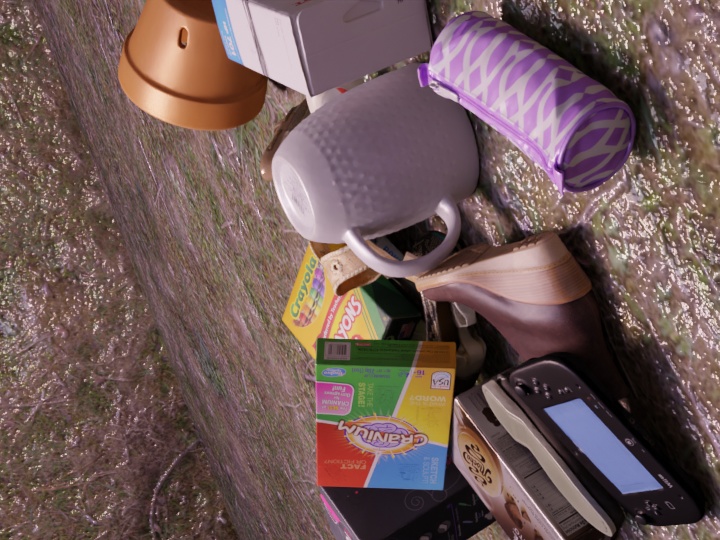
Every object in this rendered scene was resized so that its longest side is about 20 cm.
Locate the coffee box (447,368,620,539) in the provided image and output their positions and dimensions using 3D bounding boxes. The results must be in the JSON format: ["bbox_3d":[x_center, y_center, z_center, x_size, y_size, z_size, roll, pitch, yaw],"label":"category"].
[{"bbox_3d":[0.181,0.222,1.181,0.201,0.079,0.114,52,155,33],"label":"coffee box"}]

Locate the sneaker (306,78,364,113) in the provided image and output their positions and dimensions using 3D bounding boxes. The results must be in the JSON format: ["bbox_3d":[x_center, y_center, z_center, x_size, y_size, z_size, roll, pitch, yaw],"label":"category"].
[{"bbox_3d":[-0.003,-0.133,1.214,0.201,0.069,0.094,73,173,-51],"label":"sneaker"}]

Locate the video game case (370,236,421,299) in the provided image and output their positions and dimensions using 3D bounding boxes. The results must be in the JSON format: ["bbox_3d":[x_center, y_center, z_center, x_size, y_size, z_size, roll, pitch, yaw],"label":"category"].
[{"bbox_3d":[-0.011,-0.053,1.321,0.182,0.022,0.200,44,177,-38],"label":"video game case"}]

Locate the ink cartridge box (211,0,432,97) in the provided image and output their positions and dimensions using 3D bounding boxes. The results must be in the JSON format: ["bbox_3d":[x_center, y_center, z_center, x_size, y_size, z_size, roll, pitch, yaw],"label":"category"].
[{"bbox_3d":[-0.042,-0.253,1.103,0.200,0.145,0.087,36,145,53],"label":"ink cartridge box"}]

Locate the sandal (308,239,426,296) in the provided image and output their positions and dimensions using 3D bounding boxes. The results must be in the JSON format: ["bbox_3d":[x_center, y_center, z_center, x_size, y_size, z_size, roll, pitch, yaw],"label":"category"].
[{"bbox_3d":[-0.002,-0.001,1.172,0.209,0.070,0.078,25,175,22],"label":"sandal"}]

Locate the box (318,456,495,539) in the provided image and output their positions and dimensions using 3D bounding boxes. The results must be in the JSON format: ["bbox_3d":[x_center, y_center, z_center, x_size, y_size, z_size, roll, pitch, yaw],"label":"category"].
[{"bbox_3d":[0.066,0.278,1.360,0.122,0.198,0.107,45,156,43],"label":"box"}]

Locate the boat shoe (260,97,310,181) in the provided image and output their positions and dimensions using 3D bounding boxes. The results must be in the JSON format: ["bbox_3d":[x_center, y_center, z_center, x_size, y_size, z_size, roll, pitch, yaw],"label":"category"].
[{"bbox_3d":[-0.071,-0.158,1.282,0.201,0.063,0.072,-72,-28,-63],"label":"boat shoe"}]

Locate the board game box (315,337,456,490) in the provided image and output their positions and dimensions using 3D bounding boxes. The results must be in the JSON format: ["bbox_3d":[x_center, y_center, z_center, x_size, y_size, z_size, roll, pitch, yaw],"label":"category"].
[{"bbox_3d":[0.025,0.162,1.231,0.041,0.150,0.202,-88,-1,-50],"label":"board game box"}]

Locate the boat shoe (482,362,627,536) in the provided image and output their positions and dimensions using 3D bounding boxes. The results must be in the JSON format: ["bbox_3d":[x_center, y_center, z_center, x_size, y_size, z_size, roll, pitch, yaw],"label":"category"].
[{"bbox_3d":[0.200,0.170,1.099,0.202,0.060,0.072,50,167,36],"label":"boat shoe"}]

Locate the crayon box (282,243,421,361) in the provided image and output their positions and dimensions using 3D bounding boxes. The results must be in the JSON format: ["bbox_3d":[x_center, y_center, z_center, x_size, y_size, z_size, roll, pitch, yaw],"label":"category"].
[{"bbox_3d":[-0.023,0.046,1.300,0.200,0.050,0.128,46,127,39],"label":"crayon box"}]

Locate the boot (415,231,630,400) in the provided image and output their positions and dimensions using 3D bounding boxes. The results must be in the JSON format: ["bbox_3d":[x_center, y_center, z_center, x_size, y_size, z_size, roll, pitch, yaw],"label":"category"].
[{"bbox_3d":[0.146,0.057,1.048,0.199,0.072,0.168,-12,107,52],"label":"boot"}]

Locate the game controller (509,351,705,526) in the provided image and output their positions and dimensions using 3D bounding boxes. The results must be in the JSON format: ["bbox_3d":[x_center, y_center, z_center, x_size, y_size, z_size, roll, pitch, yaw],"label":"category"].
[{"bbox_3d":[0.218,0.151,0.987,0.200,0.042,0.104,46,162,-5],"label":"game controller"}]

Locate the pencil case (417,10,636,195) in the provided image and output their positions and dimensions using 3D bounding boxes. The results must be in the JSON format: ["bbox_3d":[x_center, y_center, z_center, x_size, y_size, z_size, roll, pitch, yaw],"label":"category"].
[{"bbox_3d":[0.129,-0.138,0.891,0.200,0.085,0.085,44,153,44],"label":"pencil case"}]

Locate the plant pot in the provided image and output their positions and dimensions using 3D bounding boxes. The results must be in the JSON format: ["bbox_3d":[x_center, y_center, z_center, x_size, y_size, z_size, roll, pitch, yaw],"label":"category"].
[{"bbox_3d":[-0.205,-0.298,1.436,0.201,0.198,0.141,53,140,31],"label":"plant pot"}]

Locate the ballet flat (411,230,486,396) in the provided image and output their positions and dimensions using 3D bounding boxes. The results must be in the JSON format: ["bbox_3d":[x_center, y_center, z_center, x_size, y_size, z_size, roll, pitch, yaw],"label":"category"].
[{"bbox_3d":[0.104,0.056,1.211,0.075,0.067,0.203,22,129,59],"label":"ballet flat"}]

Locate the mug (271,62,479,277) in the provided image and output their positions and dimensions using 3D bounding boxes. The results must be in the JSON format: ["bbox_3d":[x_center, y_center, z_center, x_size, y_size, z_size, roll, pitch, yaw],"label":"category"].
[{"bbox_3d":[0.020,-0.085,1.097,0.202,0.173,0.148,58,159,19],"label":"mug"}]

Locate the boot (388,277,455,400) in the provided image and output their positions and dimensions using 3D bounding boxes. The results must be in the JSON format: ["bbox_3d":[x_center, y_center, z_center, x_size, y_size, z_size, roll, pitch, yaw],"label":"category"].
[{"bbox_3d":[0.033,0.124,1.344,0.202,0.137,0.078,60,174,17],"label":"boot"}]

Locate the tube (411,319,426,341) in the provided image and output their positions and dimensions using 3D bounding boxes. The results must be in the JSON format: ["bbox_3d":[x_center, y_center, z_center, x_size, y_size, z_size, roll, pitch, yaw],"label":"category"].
[{"bbox_3d":[0.019,0.047,1.325,0.200,0.051,0.059,50,144,38],"label":"tube"}]
